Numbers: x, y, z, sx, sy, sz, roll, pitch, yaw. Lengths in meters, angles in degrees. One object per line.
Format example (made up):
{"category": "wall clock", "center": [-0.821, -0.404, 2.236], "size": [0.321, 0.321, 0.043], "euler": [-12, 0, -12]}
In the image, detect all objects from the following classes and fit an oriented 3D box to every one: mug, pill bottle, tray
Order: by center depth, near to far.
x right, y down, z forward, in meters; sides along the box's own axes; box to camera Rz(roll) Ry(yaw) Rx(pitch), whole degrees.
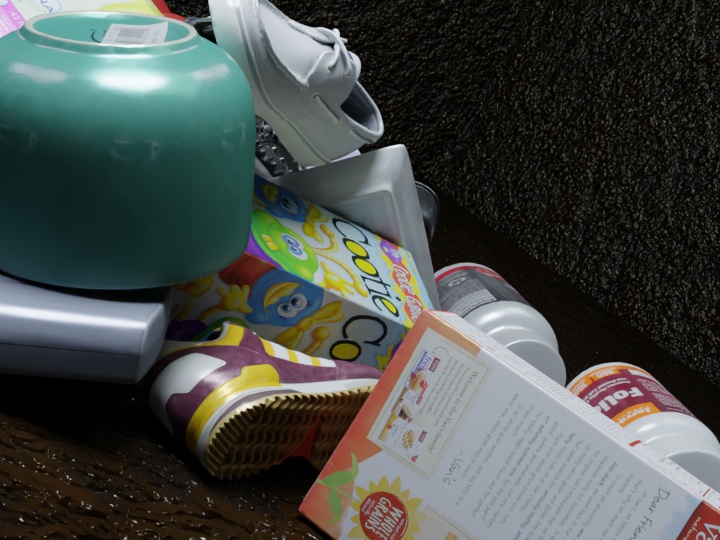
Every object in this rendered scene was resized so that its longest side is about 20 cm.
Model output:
{"category": "mug", "center": [-0.143, -0.077, 0.644], "size": [0.185, 0.115, 0.152], "euler": [22, 28, 33]}
{"category": "tray", "center": [0.000, 0.000, 0.897], "size": [0.022, 0.107, 0.200], "euler": [-104, 179, -46]}
{"category": "pill bottle", "center": [0.249, 0.163, 1.063], "size": [0.114, 0.114, 0.200], "euler": [29, 9, -13]}
{"category": "pill bottle", "center": [0.124, 0.071, 1.165], "size": [0.111, 0.111, 0.200], "euler": [28, 9, -19]}

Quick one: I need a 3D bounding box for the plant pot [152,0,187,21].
{"category": "plant pot", "center": [-0.249, -0.188, 1.068], "size": [0.182, 0.200, 0.200], "euler": [39, 11, 21]}

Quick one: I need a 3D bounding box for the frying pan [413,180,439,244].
{"category": "frying pan", "center": [0.006, -0.003, 0.954], "size": [0.115, 0.190, 0.031], "euler": [-13, 55, -16]}

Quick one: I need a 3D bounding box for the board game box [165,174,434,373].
{"category": "board game box", "center": [-0.057, 0.017, 0.806], "size": [0.200, 0.105, 0.103], "euler": [25, 28, -33]}

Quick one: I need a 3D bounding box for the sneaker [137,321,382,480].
{"category": "sneaker", "center": [-0.051, 0.068, 0.716], "size": [0.090, 0.075, 0.200], "euler": [41, 11, 25]}

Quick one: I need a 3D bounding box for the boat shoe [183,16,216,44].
{"category": "boat shoe", "center": [-0.100, -0.142, 0.836], "size": [0.076, 0.060, 0.200], "euler": [32, 19, -24]}

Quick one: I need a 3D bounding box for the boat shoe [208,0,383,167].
{"category": "boat shoe", "center": [-0.033, -0.120, 0.748], "size": [0.200, 0.068, 0.072], "euler": [53, 25, -62]}

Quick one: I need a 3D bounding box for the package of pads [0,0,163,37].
{"category": "package of pads", "center": [-0.201, -0.145, 0.901], "size": [0.154, 0.068, 0.200], "euler": [-34, 86, -42]}

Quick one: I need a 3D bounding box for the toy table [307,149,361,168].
{"category": "toy table", "center": [-0.060, -0.050, 1.081], "size": [0.184, 0.200, 0.117], "euler": [-6, 9, -15]}

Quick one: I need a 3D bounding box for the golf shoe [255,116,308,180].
{"category": "golf shoe", "center": [-0.073, -0.040, 0.941], "size": [0.200, 0.094, 0.078], "euler": [63, 12, -49]}

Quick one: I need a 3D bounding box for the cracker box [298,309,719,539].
{"category": "cracker box", "center": [0.085, 0.129, 0.636], "size": [0.200, 0.134, 0.058], "euler": [35, 9, 20]}

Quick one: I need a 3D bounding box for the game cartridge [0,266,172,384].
{"category": "game cartridge", "center": [-0.170, 0.006, 0.654], "size": [0.133, 0.041, 0.200], "euler": [11, 15, -17]}
